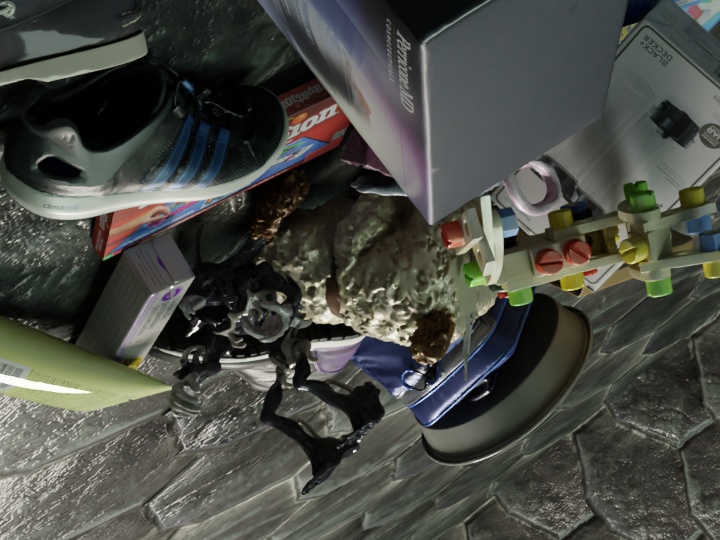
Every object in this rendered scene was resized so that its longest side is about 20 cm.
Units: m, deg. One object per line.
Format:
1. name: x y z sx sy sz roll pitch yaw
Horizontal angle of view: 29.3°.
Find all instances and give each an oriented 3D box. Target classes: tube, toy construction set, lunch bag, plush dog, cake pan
1. tube: -0.218 0.071 0.963 0.052 0.058 0.200 -60 148 -1
2. toy construction set: 0.149 -0.017 0.977 0.199 0.092 0.131 0 -172 -11
3. lunch bag: 0.079 0.043 1.242 0.136 0.132 0.200 -45 -171 33
4. plush dog: 0.000 0.000 1.050 0.200 0.171 0.161 69 33 -48
5. cake pan: 0.127 0.096 1.298 0.200 0.037 0.200 -37 -159 17

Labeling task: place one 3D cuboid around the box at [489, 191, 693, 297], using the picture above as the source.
1. box: 0.177 -0.034 1.203 0.200 0.163 0.021 -14 125 -50

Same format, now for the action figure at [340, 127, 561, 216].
1. action figure: 0.056 -0.140 0.853 0.134 0.149 0.201 -22 126 -60

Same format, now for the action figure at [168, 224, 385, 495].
1. action figure: -0.076 0.057 0.987 0.119 0.200 0.102 -50 169 29

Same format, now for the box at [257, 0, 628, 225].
1. box: 0.022 -0.159 0.665 0.123 0.199 0.200 -34 161 -8

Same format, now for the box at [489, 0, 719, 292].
1. box: 0.202 -0.092 1.042 0.200 0.117 0.060 -52 176 37

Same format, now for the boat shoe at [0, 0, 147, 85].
1. boat shoe: -0.194 -0.114 0.637 0.200 0.073 0.063 -17 111 -34

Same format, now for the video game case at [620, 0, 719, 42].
1. video game case: 0.239 -0.216 1.129 0.143 0.018 0.200 -46 153 1

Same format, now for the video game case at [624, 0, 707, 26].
1. video game case: 0.252 -0.273 0.999 0.200 0.045 0.182 -23 145 -36

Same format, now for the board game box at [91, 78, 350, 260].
1. board game box: -0.087 -0.075 0.933 0.200 0.019 0.103 -29 167 -24

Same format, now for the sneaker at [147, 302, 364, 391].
1. sneaker: -0.091 0.070 1.129 0.200 0.076 0.088 0 134 -29

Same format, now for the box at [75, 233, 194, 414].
1. box: -0.176 0.044 1.018 0.039 0.041 0.200 -24 162 -36

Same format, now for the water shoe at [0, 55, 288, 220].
1. water shoe: -0.112 -0.084 0.805 0.200 0.072 0.079 -23 152 -41
